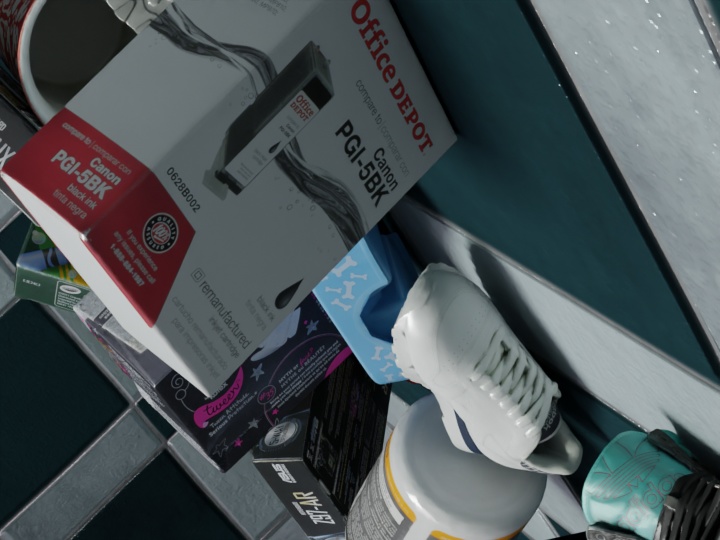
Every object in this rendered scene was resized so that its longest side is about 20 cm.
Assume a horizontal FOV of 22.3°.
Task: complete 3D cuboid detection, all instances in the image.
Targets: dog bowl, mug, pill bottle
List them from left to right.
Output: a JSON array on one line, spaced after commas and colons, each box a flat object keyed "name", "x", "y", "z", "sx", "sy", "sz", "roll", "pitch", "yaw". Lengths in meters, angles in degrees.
[{"name": "mug", "x": -0.201, "y": -0.146, "z": 1.312, "sx": 0.132, "sy": 0.179, "sz": 0.200, "roll": 4, "pitch": -167, "yaw": -22}, {"name": "dog bowl", "x": 0.000, "y": 0.000, "z": 1.207, "sx": 0.200, "sy": 0.049, "sz": 0.112, "roll": 57, "pitch": -167, "yaw": -46}, {"name": "pill bottle", "x": 0.053, "y": 0.181, "z": 1.332, "sx": 0.116, "sy": 0.116, "sz": 0.200, "roll": 44, "pitch": 146, "yaw": 13}]

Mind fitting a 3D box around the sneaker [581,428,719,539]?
[{"name": "sneaker", "x": 0.183, "y": 0.136, "z": 1.022, "sx": 0.120, "sy": 0.084, "sz": 0.200, "roll": 34, "pitch": 167, "yaw": 16}]

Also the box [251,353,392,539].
[{"name": "box", "x": -0.024, "y": 0.099, "z": 1.447, "sx": 0.043, "sy": 0.202, "sz": 0.161, "roll": -3, "pitch": 147, "yaw": 19}]

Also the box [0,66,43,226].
[{"name": "box", "x": -0.255, "y": -0.104, "z": 1.289, "sx": 0.158, "sy": 0.050, "sz": 0.200, "roll": 44, "pitch": 180, "yaw": -4}]

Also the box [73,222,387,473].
[{"name": "box", "x": -0.084, "y": 0.017, "z": 1.319, "sx": 0.132, "sy": 0.200, "sz": 0.115, "roll": 36, "pitch": 164, "yaw": 45}]

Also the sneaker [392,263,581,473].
[{"name": "sneaker", "x": 0.085, "y": 0.066, "z": 1.168, "sx": 0.080, "sy": 0.077, "sz": 0.200, "roll": 26, "pitch": 164, "yaw": 36}]

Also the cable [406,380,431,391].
[{"name": "cable", "x": 0.066, "y": 0.087, "z": 1.379, "sx": 0.200, "sy": 0.050, "sz": 0.097, "roll": 39, "pitch": 161, "yaw": 42}]

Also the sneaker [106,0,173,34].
[{"name": "sneaker", "x": -0.147, "y": -0.216, "z": 1.107, "sx": 0.201, "sy": 0.076, "sz": 0.081, "roll": 53, "pitch": -179, "yaw": -4}]

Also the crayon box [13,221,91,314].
[{"name": "crayon box", "x": -0.184, "y": -0.056, "z": 1.442, "sx": 0.125, "sy": 0.201, "sz": 0.052, "roll": 17, "pitch": 147, "yaw": -4}]

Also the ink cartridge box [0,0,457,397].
[{"name": "ink cartridge box", "x": -0.061, "y": -0.060, "z": 0.937, "sx": 0.083, "sy": 0.200, "sz": 0.147, "roll": 33, "pitch": 164, "yaw": 40}]

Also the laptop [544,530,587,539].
[{"name": "laptop", "x": 0.206, "y": 0.281, "z": 1.393, "sx": 0.200, "sy": 0.103, "sz": 0.177, "roll": 53, "pitch": 169, "yaw": -28}]
